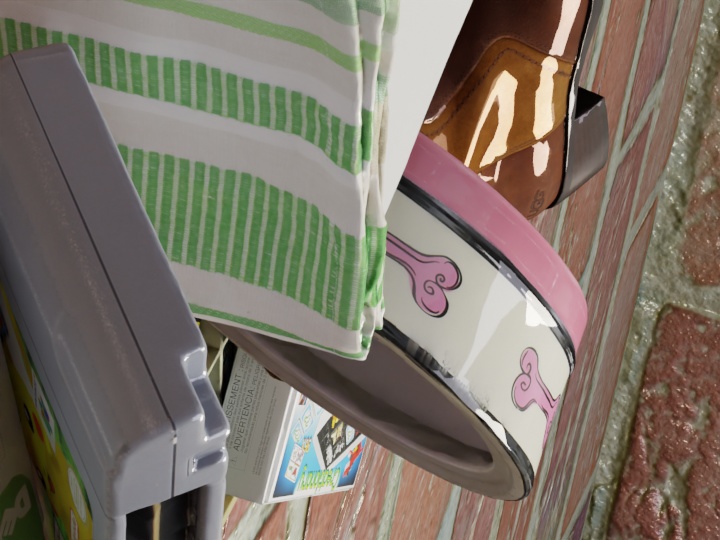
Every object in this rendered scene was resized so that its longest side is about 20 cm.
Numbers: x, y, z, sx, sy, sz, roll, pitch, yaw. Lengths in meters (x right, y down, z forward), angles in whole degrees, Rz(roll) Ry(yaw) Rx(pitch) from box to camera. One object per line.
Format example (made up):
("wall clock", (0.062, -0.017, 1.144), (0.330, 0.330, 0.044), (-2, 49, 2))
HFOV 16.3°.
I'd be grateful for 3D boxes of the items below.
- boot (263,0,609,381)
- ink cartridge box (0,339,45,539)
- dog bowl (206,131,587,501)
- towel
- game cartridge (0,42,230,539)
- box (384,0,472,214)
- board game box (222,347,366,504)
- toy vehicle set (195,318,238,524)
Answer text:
("boot", (0.013, -0.075, 1.090), (0.199, 0.068, 0.189), (-32, 135, -28))
("ink cartridge box", (-0.137, 0.057, 0.654), (0.104, 0.059, 0.201), (-58, 146, -51))
("dog bowl", (0.000, 0.000, 0.955), (0.074, 0.199, 0.200), (-54, 164, -13))
("towel", (-0.062, -0.046, 0.745), (0.200, 0.151, 0.024), (90, 17, -57))
("game cartridge", (-0.078, 0.034, 0.695), (0.200, 0.040, 0.134), (99, -28, -58))
("box", (-0.033, -0.134, 0.818), (0.199, 0.130, 0.201), (89, 21, -56))
("board game box", (-0.022, 0.045, 1.216), (0.200, 0.034, 0.127), (17, 88, -79))
("toy vehicle set", (-0.071, 0.046, 1.140), (0.201, 0.026, 0.125), (94, 16, -46))
